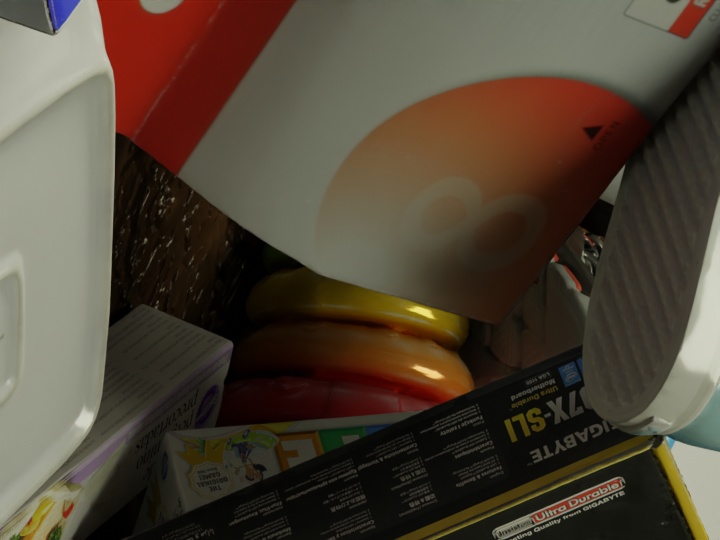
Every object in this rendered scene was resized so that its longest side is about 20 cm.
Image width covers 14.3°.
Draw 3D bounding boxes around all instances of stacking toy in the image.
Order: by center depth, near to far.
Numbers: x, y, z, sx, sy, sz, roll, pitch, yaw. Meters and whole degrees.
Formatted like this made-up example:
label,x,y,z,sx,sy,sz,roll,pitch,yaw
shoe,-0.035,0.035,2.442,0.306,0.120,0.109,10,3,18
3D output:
label,x,y,z,sx,sy,sz,roll,pitch,yaw
stacking toy,0.000,0.000,1.101,0.110,0.116,0.201,-17,-116,59

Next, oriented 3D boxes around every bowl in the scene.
label,x,y,z,sx,sy,sz,roll,pitch,yaw
bowl,-0.129,0.012,0.736,0.200,0.074,0.201,-43,148,-47

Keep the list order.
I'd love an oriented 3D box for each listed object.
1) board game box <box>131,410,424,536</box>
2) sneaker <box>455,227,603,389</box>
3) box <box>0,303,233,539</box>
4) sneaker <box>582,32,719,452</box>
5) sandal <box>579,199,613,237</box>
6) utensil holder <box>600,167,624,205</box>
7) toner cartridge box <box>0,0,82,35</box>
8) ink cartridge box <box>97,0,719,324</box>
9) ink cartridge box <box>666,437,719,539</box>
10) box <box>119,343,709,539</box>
label,x,y,z,sx,sy,sz,roll,pitch,yaw
board game box,-0.022,0.123,1.033,0.200,0.134,0.034,110,-32,-49
sneaker,0.072,-0.001,1.144,0.200,0.081,0.077,-133,-131,-59
box,-0.105,0.068,0.929,0.200,0.041,0.039,-41,149,-58
sneaker,0.133,-0.040,0.880,0.082,0.074,0.201,19,93,-31
sandal,0.087,-0.056,1.192,0.055,0.082,0.200,-48,-175,-7
utensil holder,0.084,-0.114,0.979,0.199,0.170,0.171,22,88,-40
toner cartridge box,-0.068,-0.154,0.713,0.200,0.095,0.043,-58,159,-32
ink cartridge box,0.004,-0.074,0.826,0.199,0.050,0.162,14,126,-37
ink cartridge box,0.063,0.088,1.226,0.129,0.199,0.125,-59,142,-29
box,0.019,0.112,0.964,0.160,0.199,0.050,60,8,-58
